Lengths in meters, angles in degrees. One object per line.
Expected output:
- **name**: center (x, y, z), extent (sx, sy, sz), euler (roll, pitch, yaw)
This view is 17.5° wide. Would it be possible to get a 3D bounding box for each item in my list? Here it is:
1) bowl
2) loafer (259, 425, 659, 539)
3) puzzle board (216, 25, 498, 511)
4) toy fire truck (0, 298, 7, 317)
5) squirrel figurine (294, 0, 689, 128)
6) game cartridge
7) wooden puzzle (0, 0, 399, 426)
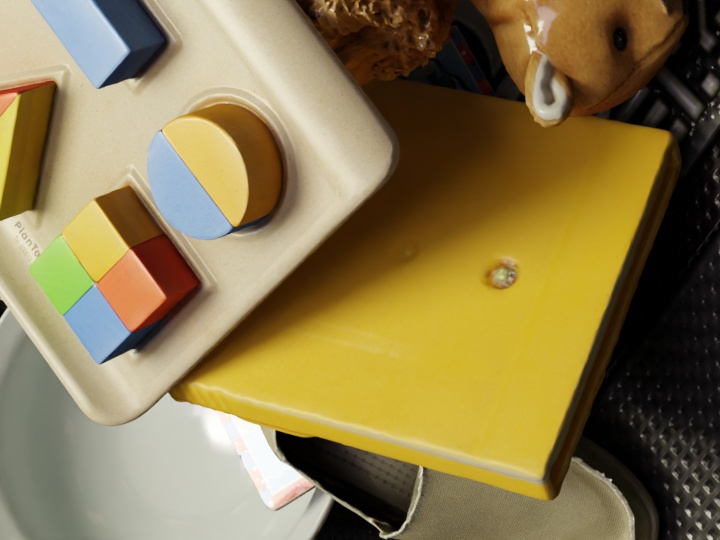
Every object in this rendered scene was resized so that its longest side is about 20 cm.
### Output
- **bowl**: center (-0.093, 0.082, 1.196), extent (0.199, 0.090, 0.203), euler (-2, 81, 12)
- **loafer**: center (0.039, 0.098, 1.068), extent (0.199, 0.068, 0.076), euler (20, 110, 6)
- **puzzle board**: center (0.000, 0.000, 1.116), extent (0.199, 0.017, 0.151), euler (-33, 76, 17)
- **toy fire truck**: center (-0.258, 0.094, 1.299), extent (0.128, 0.199, 0.177), euler (-31, 75, 40)
- **squirrel figurine**: center (0.046, -0.148, 1.018), extent (0.199, 0.142, 0.188), euler (-20, 102, 7)
- **game cartridge**: center (0.023, -0.001, 1.044), extent (0.199, 0.032, 0.177), euler (13, 65, 25)
- **wooden puzzle**: center (-0.105, -0.055, 0.994), extent (0.200, 0.046, 0.186), euler (-42, 80, 30)
